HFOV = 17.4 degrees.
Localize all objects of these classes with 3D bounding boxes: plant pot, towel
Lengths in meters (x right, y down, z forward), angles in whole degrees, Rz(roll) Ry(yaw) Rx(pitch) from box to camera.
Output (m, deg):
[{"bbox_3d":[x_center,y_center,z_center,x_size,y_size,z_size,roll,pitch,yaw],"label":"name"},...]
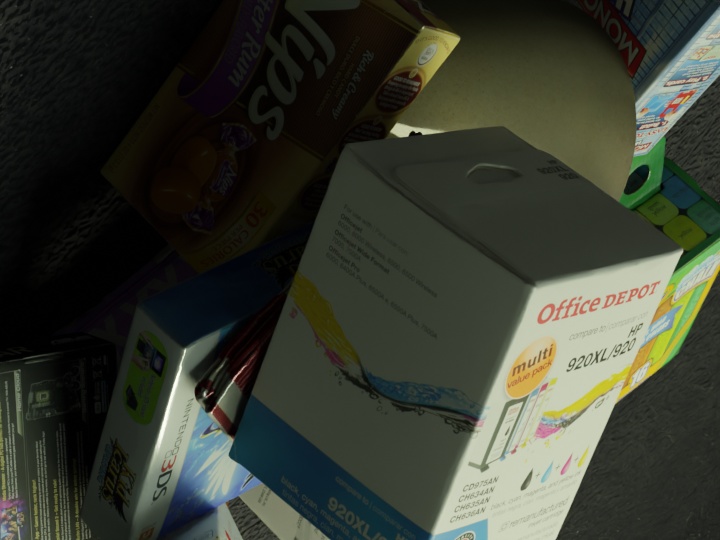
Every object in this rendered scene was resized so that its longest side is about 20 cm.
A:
[{"bbox_3d":[0.044,-0.097,1.487,0.199,0.187,0.188,7,125,-49],"label":"plant pot"},{"bbox_3d":[-0.007,0.027,1.349,0.200,0.023,0.144,-49,150,-9],"label":"towel"}]

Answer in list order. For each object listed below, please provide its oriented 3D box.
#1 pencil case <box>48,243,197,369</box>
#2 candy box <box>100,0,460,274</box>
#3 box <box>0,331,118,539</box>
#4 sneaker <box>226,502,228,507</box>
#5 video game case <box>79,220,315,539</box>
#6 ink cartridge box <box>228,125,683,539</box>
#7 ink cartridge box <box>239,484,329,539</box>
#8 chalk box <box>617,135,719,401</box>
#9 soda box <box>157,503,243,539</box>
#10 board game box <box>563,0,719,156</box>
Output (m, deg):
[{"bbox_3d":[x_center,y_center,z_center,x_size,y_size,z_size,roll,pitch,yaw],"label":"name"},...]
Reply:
[{"bbox_3d":[-0.149,0.048,1.486,0.200,0.084,0.086,-41,135,-15],"label":"pencil case"},{"bbox_3d":[-0.048,-0.096,1.369,0.200,0.117,0.056,-52,157,17],"label":"candy box"},{"bbox_3d":[-0.218,0.148,1.389,0.159,0.043,0.201,-10,103,-35],"label":"box"},{"bbox_3d":[-0.149,0.164,1.596,0.111,0.078,0.200,8,157,-21],"label":"sneaker"},{"bbox_3d":[-0.063,0.061,1.389,0.199,0.045,0.182,-26,148,-40],"label":"video game case"},{"bbox_3d":[0.051,0.044,1.279,0.147,0.144,0.201,-12,130,-49],"label":"ink cartridge box"},{"bbox_3d":[-0.008,0.145,1.753,0.084,0.200,0.146,-24,150,-45],"label":"ink cartridge box"},{"bbox_3d":[0.185,-0.011,1.716,0.125,0.124,0.201,-33,155,-34],"label":"chalk box"},{"bbox_3d":[-0.101,0.188,1.435,0.063,0.068,0.200,-26,-175,-1],"label":"soda box"},{"bbox_3d":[0.178,-0.179,1.545,0.061,0.200,0.200,-9,141,-31],"label":"board game box"}]
